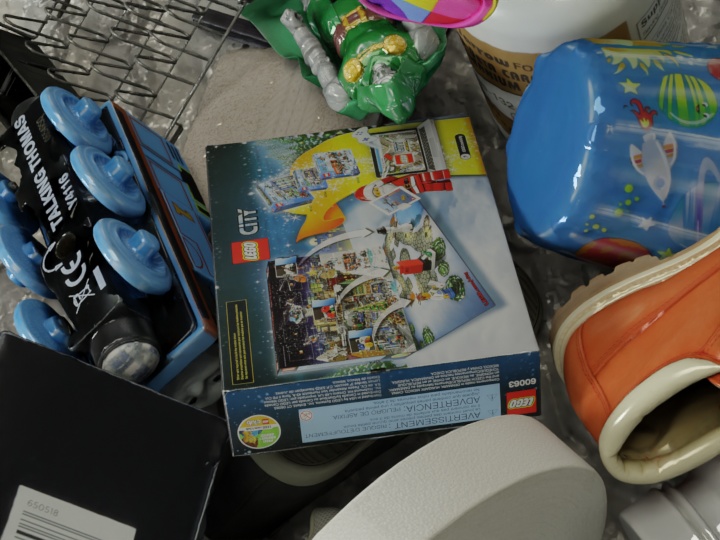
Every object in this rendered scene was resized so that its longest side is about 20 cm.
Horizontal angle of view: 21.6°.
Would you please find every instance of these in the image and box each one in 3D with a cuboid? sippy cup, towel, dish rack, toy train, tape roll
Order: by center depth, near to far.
[{"bbox_3d":[0.025,0.151,0.812,0.203,0.203,0.037,-44,59,-8],"label":"tape roll"},{"bbox_3d":[0.143,-0.051,0.889,0.129,0.140,0.179,9,81,-19],"label":"sippy cup"},{"bbox_3d":[-0.121,-0.009,0.941,0.087,0.114,0.201,-44,45,15],"label":"toy train"},{"bbox_3d":[-0.051,-0.038,1.016,0.132,0.034,0.201,2,62,30],"label":"towel"},{"bbox_3d":[-0.132,-0.154,1.062,0.153,0.054,0.201,47,113,32],"label":"dish rack"}]

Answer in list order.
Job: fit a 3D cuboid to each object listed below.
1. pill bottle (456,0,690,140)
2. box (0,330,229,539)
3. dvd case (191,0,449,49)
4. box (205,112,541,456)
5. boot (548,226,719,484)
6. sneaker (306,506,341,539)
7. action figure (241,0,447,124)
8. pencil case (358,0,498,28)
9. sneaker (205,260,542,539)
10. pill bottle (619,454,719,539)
[{"bbox_3d":[0.099,-0.146,0.942,0.113,0.200,0.115,-8,61,14],"label":"pill bottle"},{"bbox_3d":[-0.168,0.157,0.858,0.117,0.200,0.198,24,65,-18],"label":"box"},{"bbox_3d":[0.009,-0.205,1.109,0.148,0.016,0.201,20,70,24],"label":"dvd case"},{"bbox_3d":[0.000,0.000,0.879,0.135,0.038,0.201,-8,35,-2],"label":"box"},{"bbox_3d":[0.178,0.019,0.804,0.199,0.075,0.107,-33,24,14],"label":"boot"},{"bbox_3d":[-0.057,0.187,0.894,0.199,0.082,0.088,-31,57,-10],"label":"sneaker"},{"bbox_3d":[-0.002,-0.133,0.995,0.118,0.055,0.200,-34,36,7],"label":"action figure"},{"bbox_3d":[0.045,-0.203,0.825,0.088,0.089,0.201,13,66,23],"label":"pencil case"},{"bbox_3d":[0.000,0.058,0.939,0.199,0.106,0.075,-29,78,-37],"label":"sneaker"},{"bbox_3d":[0.219,0.086,0.837,0.199,0.109,0.109,-34,59,-1],"label":"pill bottle"}]
